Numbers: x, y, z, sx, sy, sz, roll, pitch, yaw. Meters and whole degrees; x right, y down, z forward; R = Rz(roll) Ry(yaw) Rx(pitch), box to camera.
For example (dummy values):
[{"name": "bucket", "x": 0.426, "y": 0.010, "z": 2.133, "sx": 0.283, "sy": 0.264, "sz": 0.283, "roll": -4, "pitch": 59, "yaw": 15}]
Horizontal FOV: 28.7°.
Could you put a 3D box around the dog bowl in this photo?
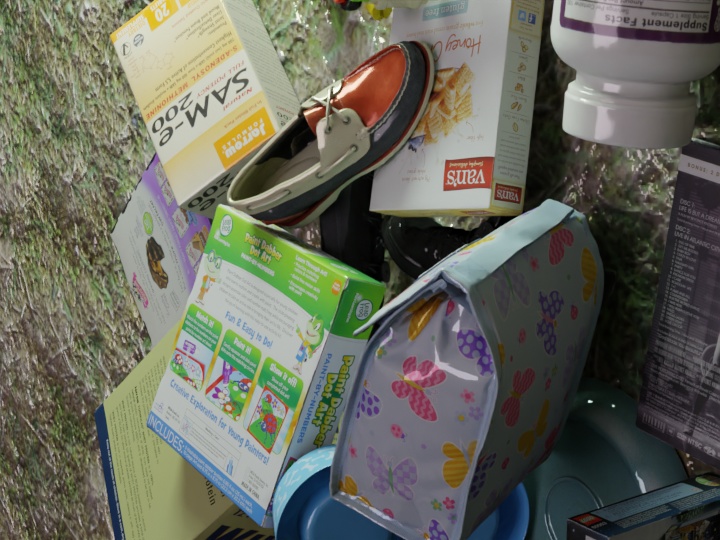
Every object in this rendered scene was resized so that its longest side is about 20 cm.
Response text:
[{"name": "dog bowl", "x": 0.026, "y": 0.180, "z": 1.037, "sx": 0.050, "sy": 0.197, "sz": 0.113, "roll": -136, "pitch": 52, "yaw": -64}]

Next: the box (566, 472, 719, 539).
[{"name": "box", "x": 0.188, "y": 0.244, "z": 0.905, "sx": 0.037, "sy": 0.135, "sz": 0.203, "roll": 16, "pitch": 109, "yaw": 50}]

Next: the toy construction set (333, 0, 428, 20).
[{"name": "toy construction set", "x": 0.014, "y": -0.267, "z": 1.043, "sx": 0.201, "sy": 0.091, "sz": 0.132, "roll": -99, "pitch": 19, "yaw": -46}]

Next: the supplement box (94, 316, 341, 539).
[{"name": "supplement box", "x": -0.123, "y": 0.167, "z": 1.269, "sx": 0.200, "sy": 0.133, "sz": 0.202, "roll": -44, "pitch": 48, "yaw": 33}]

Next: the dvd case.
[{"name": "dvd case", "x": 0.246, "y": 0.033, "z": 0.881, "sx": 0.148, "sy": 0.016, "sz": 0.203, "roll": 27, "pitch": 117, "yaw": 49}]

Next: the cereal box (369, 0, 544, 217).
[{"name": "cereal box", "x": 0.071, "y": -0.141, "z": 1.040, "sx": 0.143, "sy": 0.039, "sz": 0.203, "roll": 1, "pitch": 83, "yaw": 54}]

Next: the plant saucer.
[{"name": "plant saucer", "x": 0.163, "y": 0.180, "z": 1.024, "sx": 0.199, "sy": 0.027, "sz": 0.203, "roll": 17, "pitch": 112, "yaw": 53}]

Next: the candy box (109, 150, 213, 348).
[{"name": "candy box", "x": -0.167, "y": -0.025, "z": 1.415, "sx": 0.200, "sy": 0.071, "sz": 0.169, "roll": -49, "pitch": 58, "yaw": 47}]

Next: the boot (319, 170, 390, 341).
[{"name": "boot", "x": 0.000, "y": 0.000, "z": 1.171, "sx": 0.165, "sy": 0.065, "sz": 0.203, "roll": 67, "pitch": -164, "yaw": -72}]

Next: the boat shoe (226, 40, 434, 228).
[{"name": "boat shoe", "x": -0.023, "y": -0.104, "z": 1.068, "sx": 0.200, "sy": 0.062, "sz": 0.072, "roll": -42, "pitch": 50, "yaw": 32}]

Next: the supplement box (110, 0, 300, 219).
[{"name": "supplement box", "x": -0.137, "y": -0.166, "z": 1.300, "sx": 0.125, "sy": 0.073, "sz": 0.202, "roll": -34, "pitch": 66, "yaw": 20}]

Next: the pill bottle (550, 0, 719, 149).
[{"name": "pill bottle", "x": 0.175, "y": -0.181, "z": 0.860, "sx": 0.112, "sy": 0.111, "sz": 0.203, "roll": 25, "pitch": 117, "yaw": 50}]

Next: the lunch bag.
[{"name": "lunch bag", "x": 0.074, "y": 0.057, "z": 0.937, "sx": 0.126, "sy": 0.169, "sz": 0.202, "roll": 28, "pitch": 124, "yaw": 21}]

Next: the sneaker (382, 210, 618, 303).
[{"name": "sneaker", "x": 0.098, "y": -0.012, "z": 1.053, "sx": 0.200, "sy": 0.060, "sz": 0.105, "roll": 47, "pitch": 132, "yaw": 34}]

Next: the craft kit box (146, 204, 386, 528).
[{"name": "craft kit box", "x": -0.081, "y": 0.070, "z": 1.105, "sx": 0.199, "sy": 0.048, "sz": 0.200, "roll": 29, "pitch": 105, "yaw": 51}]
